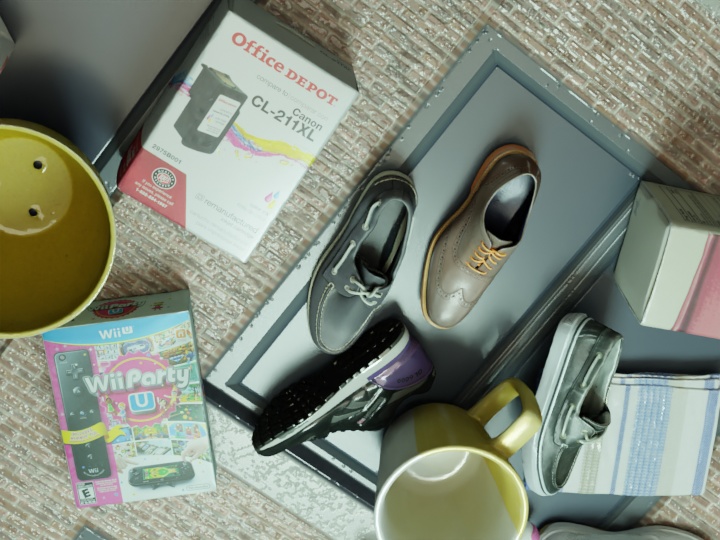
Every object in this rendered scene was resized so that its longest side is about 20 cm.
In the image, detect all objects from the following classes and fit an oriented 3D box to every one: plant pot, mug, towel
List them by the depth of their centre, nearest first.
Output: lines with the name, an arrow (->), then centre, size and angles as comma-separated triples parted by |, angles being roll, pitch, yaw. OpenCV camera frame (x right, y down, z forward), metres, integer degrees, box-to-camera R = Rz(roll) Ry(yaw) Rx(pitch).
plant pot -> -0.320, -0.056, 1.440 | 0.199, 0.142, 0.201 | -1, 110, -4
mug -> 0.099, 0.203, 1.568 | 0.186, 0.153, 0.150 | -16, 111, 1
towel -> 0.275, 0.170, 1.640 | 0.199, 0.024, 0.147 | 2, 113, -3

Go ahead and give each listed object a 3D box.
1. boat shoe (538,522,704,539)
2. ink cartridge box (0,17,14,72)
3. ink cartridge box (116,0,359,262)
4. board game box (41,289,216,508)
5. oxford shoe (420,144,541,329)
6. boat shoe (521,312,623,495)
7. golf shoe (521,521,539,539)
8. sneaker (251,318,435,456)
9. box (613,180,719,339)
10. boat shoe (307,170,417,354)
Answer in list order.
boat shoe -> 0.286, 0.316, 1.671 | 0.199, 0.069, 0.071 | 4, 110, -9
ink cartridge box -> -0.419, -0.177, 1.399 | 0.200, 0.117, 0.068 | -24, 112, 4
ink cartridge box -> -0.115, -0.134, 1.459 | 0.146, 0.083, 0.200 | 30, 106, -14
board game box -> -0.229, 0.129, 1.562 | 0.147, 0.064, 0.201 | -8, 111, -2
oxford shoe -> 0.114, -0.025, 1.524 | 0.071, 0.073, 0.200 | 20, 109, -12
boat shoe -> 0.214, 0.143, 1.562 | 0.071, 0.072, 0.201 | 23, 117, 32
golf shoe -> 0.090, 0.303, 1.651 | 0.200, 0.075, 0.092 | -27, 108, 5
sneaker -> -0.014, 0.142, 1.581 | 0.200, 0.076, 0.088 | -35, 116, 9
box -> 0.365, -0.001, 1.524 | 0.199, 0.128, 0.109 | 10, 111, -8
boat shoe -> 0.000, 0.000, 1.530 | 0.072, 0.063, 0.200 | 21, 108, -12
